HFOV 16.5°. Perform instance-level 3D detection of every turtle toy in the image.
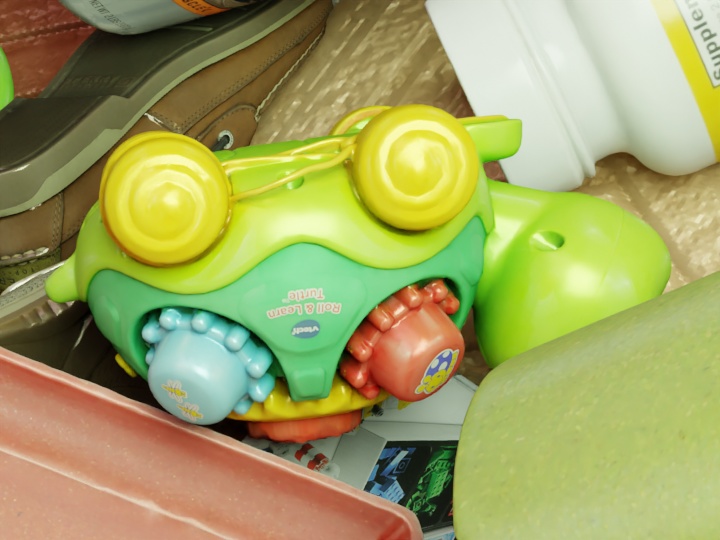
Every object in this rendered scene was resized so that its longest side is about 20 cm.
[{"bbox_3d":[0.000,0.000,0.788,0.199,0.102,0.146,-7,4,-5],"label":"turtle toy"}]

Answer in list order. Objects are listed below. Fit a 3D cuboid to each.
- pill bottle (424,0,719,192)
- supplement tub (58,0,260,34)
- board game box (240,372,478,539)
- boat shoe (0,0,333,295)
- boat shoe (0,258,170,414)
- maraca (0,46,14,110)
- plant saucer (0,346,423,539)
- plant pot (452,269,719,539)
[{"bbox_3d":[0.127,-0.101,0.860,0.199,0.111,0.112,-26,47,5],"label":"pill bottle"},{"bbox_3d":[-0.022,-0.165,0.902,0.199,0.123,0.123,-13,49,22],"label":"supplement tub"},{"bbox_3d":[-0.022,0.117,0.808,0.200,0.035,0.126,-45,47,-13],"label":"board game box"},{"bbox_3d":[-0.079,-0.055,0.957,0.072,0.068,0.200,9,37,43],"label":"boat shoe"},{"bbox_3d":[-0.095,0.026,0.878,0.199,0.073,0.065,-25,15,-22],"label":"boat shoe"},{"bbox_3d":[-0.222,-0.030,0.977,0.200,0.107,0.137,-45,50,-12],"label":"maraca"},{"bbox_3d":[-0.095,0.123,0.717,0.199,0.037,0.201,22,50,-8],"label":"plant saucer"},{"bbox_3d":[0.134,0.068,0.685,0.183,0.200,0.201,-16,47,29],"label":"plant pot"}]
